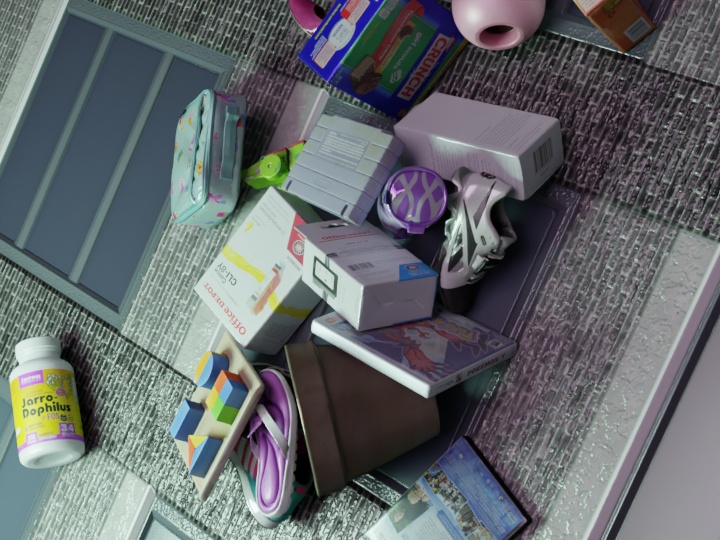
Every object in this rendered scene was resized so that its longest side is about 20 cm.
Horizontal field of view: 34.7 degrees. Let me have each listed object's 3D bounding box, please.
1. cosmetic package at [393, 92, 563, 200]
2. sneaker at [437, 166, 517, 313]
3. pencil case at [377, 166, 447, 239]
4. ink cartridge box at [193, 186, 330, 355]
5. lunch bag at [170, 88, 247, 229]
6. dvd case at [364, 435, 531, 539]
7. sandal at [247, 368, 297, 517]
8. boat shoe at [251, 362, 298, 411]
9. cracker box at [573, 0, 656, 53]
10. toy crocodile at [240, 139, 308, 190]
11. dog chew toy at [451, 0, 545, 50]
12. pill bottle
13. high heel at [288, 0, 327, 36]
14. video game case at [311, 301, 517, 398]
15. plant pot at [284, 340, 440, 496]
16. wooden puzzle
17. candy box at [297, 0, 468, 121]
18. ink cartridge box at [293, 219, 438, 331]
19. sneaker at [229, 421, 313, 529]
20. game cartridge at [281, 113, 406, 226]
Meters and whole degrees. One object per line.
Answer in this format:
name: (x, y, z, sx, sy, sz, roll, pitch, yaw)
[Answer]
cosmetic package: (0.154, -0.166, 1.512, 0.200, 0.074, 0.102, 19, 46, 37)
sneaker: (0.153, -0.027, 1.475, 0.088, 0.074, 0.200, 17, 120, 25)
pencil case: (0.066, -0.086, 1.506, 0.084, 0.200, 0.086, -5, 90, -1)
ink cartridge box: (-0.128, 0.003, 1.680, 0.200, 0.083, 0.145, -52, 58, 13)
lunch bag: (-0.232, -0.174, 1.757, 0.160, 0.077, 0.201, 154, 121, -62)
dvd case: (0.109, 0.332, 1.485, 0.200, 0.018, 0.143, -47, 59, 15)
sandal: (-0.123, 0.226, 1.540, 0.082, 0.050, 0.203, -25, 62, 38)
boat shoe: (-0.128, 0.168, 1.654, 0.200, 0.064, 0.071, 2, 80, 34)
cracker box: (0.281, -0.383, 1.464, 0.058, 0.134, 0.200, -40, 61, 20)
toy crocodile: (-0.088, -0.164, 1.704, 0.200, 0.067, 0.062, -16, 66, 28)
dog chew toy: (0.184, -0.399, 1.546, 0.124, 0.124, 0.201, -12, 65, 31)
pill bottle: (-0.514, 0.213, 1.879, 0.104, 0.104, 0.200, -26, 66, 27)
high heel: (-0.023, -0.370, 1.705, 0.200, 0.067, 0.096, 46, 116, 17)
video game case: (0.069, 0.085, 1.476, 0.200, 0.182, 0.023, 27, 121, 35)
plant pot: (0.005, 0.173, 1.485, 0.173, 0.200, 0.200, -13, 69, -4)
wooden puzzle: (-0.212, 0.197, 1.619, 0.186, 0.046, 0.200, -63, 27, 12)
candy box: (0.039, -0.309, 1.570, 0.077, 0.200, 0.169, 46, 106, 31)
ink cartridge box: (0.000, 0.000, 1.534, 0.200, 0.116, 0.068, 40, 131, 50)
sneaker: (-0.127, 0.247, 1.623, 0.121, 0.084, 0.200, -40, 62, 21)
game cartridge: (-0.024, -0.141, 1.558, 0.130, 0.038, 0.200, -57, 33, -3)
